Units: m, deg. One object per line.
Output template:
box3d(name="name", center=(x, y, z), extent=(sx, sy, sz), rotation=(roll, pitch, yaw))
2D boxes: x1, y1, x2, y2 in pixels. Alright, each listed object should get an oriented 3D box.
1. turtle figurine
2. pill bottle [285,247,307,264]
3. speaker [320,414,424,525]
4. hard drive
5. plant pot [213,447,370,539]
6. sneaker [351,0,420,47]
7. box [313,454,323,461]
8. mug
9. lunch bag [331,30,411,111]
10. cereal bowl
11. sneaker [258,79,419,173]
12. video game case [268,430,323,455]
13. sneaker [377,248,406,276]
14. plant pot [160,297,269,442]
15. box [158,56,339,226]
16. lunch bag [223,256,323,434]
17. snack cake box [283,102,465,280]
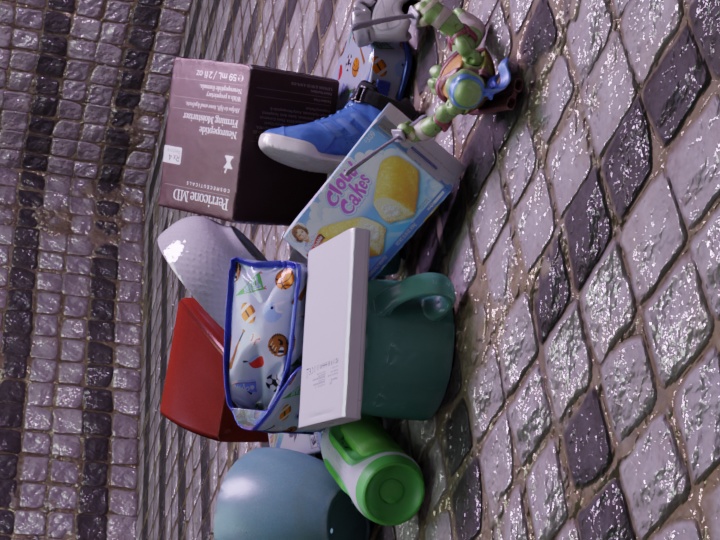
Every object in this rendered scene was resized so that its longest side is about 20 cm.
box3d(name="turtle figurine", center=(0.066, -0.215, 1.381), extent=(0.194, 0.198, 0.145), rotation=(-63, -46, -69))
box3d(name="pill bottle", center=(-0.074, 0.051, 1.838), extent=(0.117, 0.115, 0.201), rotation=(-100, 24, -47))
box3d(name="speaker", center=(0.011, 0.226, 1.522), extent=(0.200, 0.087, 0.090), rotation=(-145, 63, -72))
box3d(name="hard drive", center=(-0.029, 0.066, 1.429), extent=(0.132, 0.026, 0.202), rotation=(155, 121, -63))
box3d(name="plant pot", center=(-0.067, 0.319, 1.625), extent=(0.134, 0.199, 0.203), rotation=(-8, 71, 35))
box3d(name="sneaker", center=(0.050, -0.363, 1.693), extent=(0.075, 0.080, 0.201), rotation=(73, -152, -50))
box3d(name="box", center=(-0.031, 0.167, 1.730), extent=(0.070, 0.064, 0.201), rotation=(-102, 25, -46))
box3d(name="mug", center=(0.030, 0.072, 1.475), extent=(0.152, 0.113, 0.187), rotation=(-128, 47, -68))
box3d(name="lunch bag", center=(0.007, -0.222, 1.761), extent=(0.161, 0.075, 0.202), rotation=(-120, 41, -61))
box3d(name="cereal bowl", center=(-0.165, 0.004, 1.685), extent=(0.083, 0.200, 0.200), rotation=(-42, 24, 4))
box3d(name="sneaker", center=(-0.024, -0.183, 1.643), extent=(0.077, 0.197, 0.113), rotation=(70, -152, -75))
box3d(name="video game case", center=(-0.089, 0.146, 1.733), extent=(0.182, 0.022, 0.202), rotation=(-27, 70, 60))
box3d(name="sneaker", center=(0.033, -0.056, 1.586), extent=(0.199, 0.083, 0.122), rotation=(-8, 89, 58))
box3d(name="plant pot", center=(-0.181, 0.172, 2.048), extent=(0.176, 0.198, 0.202), rotation=(37, 119, 58))
box3d(name="box", center=(-0.149, -0.170, 1.743), extent=(0.165, 0.163, 0.203), rotation=(13, 98, 42))
box3d(name="lunch bag", center=(-0.079, 0.095, 1.573), extent=(0.123, 0.170, 0.203), rotation=(4, 85, 30))
box3d(name="snack cake box", center=(0.013, -0.077, 1.494), extent=(0.200, 0.115, 0.067), rotation=(-49, 4, 37))
